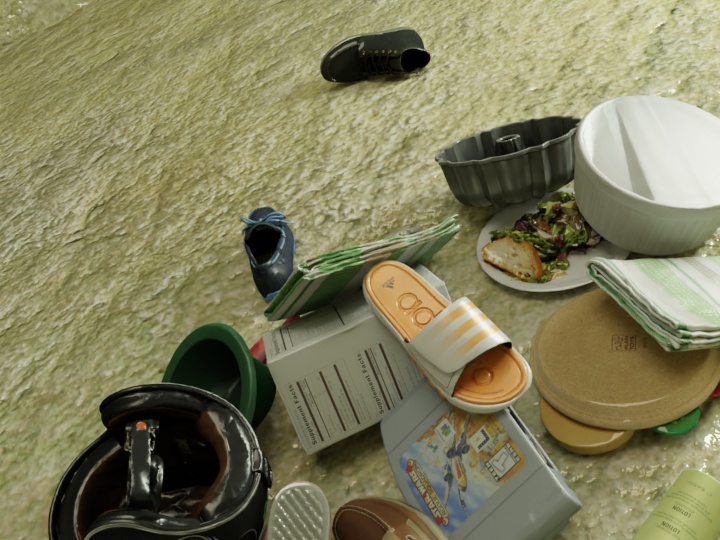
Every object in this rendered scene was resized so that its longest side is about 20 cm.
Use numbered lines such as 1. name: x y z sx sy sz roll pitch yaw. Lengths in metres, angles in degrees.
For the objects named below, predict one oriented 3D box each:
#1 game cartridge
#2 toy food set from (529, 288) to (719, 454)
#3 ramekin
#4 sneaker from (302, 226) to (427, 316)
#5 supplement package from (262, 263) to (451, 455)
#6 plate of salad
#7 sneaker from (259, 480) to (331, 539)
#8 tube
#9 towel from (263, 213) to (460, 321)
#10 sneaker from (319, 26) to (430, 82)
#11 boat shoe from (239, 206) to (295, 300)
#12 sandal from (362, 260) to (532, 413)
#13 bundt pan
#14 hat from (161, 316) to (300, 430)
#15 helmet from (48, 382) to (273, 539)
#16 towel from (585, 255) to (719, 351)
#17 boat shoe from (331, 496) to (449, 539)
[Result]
1. game cartridge: 0.098 0.180 0.792 0.133 0.041 0.201 -43 47 9
2. toy food set: 0.270 0.091 0.868 0.195 0.049 0.201 -13 37 10
3. ramekin: 0.341 -0.107 1.002 0.199 0.095 0.204 2 48 -2
4. sneaker: 0.006 0.006 1.088 0.199 0.076 0.081 -36 30 -20
5. supplement package: 0.006 0.090 0.919 0.198 0.111 0.114 -24 14 -4
6. plate of salad: 0.239 -0.049 1.059 0.197 0.048 0.201 -14 37 10
7. sneaker: -0.066 0.295 0.765 0.074 0.105 0.203 11 72 1
8. tube: 0.231 0.250 0.690 0.200 0.052 0.058 -44 2 -21
9. towel: 0.000 0.000 0.925 0.198 0.153 0.024 -19 76 -28
10. sneaker: 0.025 -0.384 1.558 0.197 0.076 0.107 -20 34 -1
11. boat shoe: -0.126 -0.043 1.208 0.083 0.069 0.201 -23 36 -4
12. sandal: 0.069 0.051 0.803 0.079 0.059 0.206 -41 58 -14
13. bundt pan: 0.201 -0.139 1.136 0.199 0.077 0.202 -14 17 4
14. hat: -0.119 0.152 1.005 0.165 0.175 0.203 23 92 42
15. helmet: -0.188 0.218 0.811 0.197 0.192 0.202 13 47 -14
16. towel: 0.346 0.022 0.864 0.197 0.031 0.150 -3 33 -23
17. boat shoe: 0.041 0.255 0.730 0.071 0.077 0.199 3 13 -46
